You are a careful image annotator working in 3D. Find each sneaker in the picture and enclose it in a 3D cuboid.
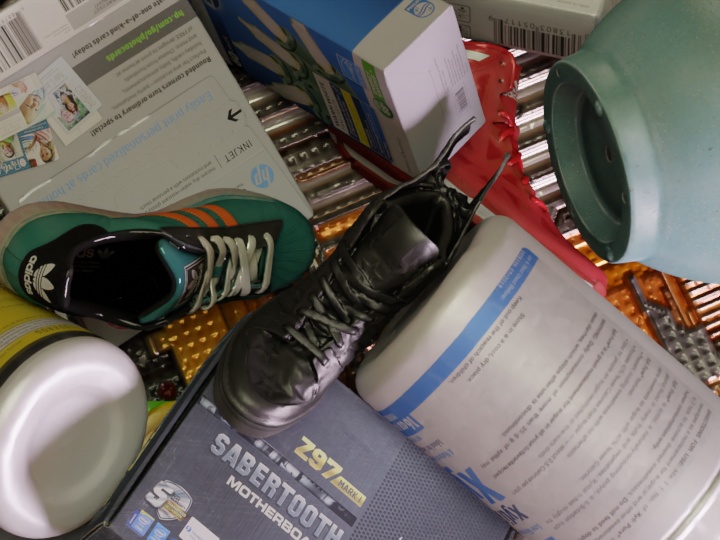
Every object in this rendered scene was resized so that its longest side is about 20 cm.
[{"bbox_3d":[0.088,-0.070,1.036,0.200,0.078,0.116,38,78,8],"label":"sneaker"},{"bbox_3d":[-0.101,0.000,0.951,0.199,0.080,0.072,-5,113,-34],"label":"sneaker"},{"bbox_3d":[0.002,0.002,0.917,0.060,0.104,0.200,44,48,3],"label":"sneaker"}]

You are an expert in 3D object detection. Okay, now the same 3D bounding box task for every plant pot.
[{"bbox_3d":[0.185,-0.078,0.969,0.133,0.200,0.201,-16,75,-11],"label":"plant pot"}]

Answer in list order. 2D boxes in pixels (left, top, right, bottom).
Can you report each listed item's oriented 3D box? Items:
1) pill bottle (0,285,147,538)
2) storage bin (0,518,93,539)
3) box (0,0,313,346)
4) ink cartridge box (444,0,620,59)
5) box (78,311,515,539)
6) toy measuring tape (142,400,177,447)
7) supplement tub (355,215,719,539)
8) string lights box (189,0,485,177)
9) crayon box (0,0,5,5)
[{"bbox_3d":[-0.219,0.060,0.944,0.199,0.112,0.112,23,73,37],"label":"pill bottle"},{"bbox_3d":[-0.176,0.202,0.930,0.199,0.146,0.135,-1,64,-1],"label":"storage bin"},{"bbox_3d":[-0.143,-0.076,1.008,0.156,0.041,0.201,-34,104,-10],"label":"box"},{"bbox_3d":[0.101,-0.231,1.091,0.162,0.057,0.201,14,53,15],"label":"ink cartridge box"},{"bbox_3d":[-0.030,0.144,0.924,0.200,0.051,0.158,41,52,-8],"label":"box"},{"bbox_3d":[-0.067,0.111,0.992,0.199,0.074,0.074,1,74,-12],"label":"toy measuring tape"},{"bbox_3d":[0.109,0.078,0.948,0.200,0.132,0.132,41,77,-2],"label":"supplement tub"},{"bbox_3d":[-0.025,-0.143,1.002,0.200,0.103,0.059,34,70,33],"label":"string lights box"},{"bbox_3d":[-0.279,-0.246,1.088,0.172,0.058,0.200,43,78,11],"label":"crayon box"}]
